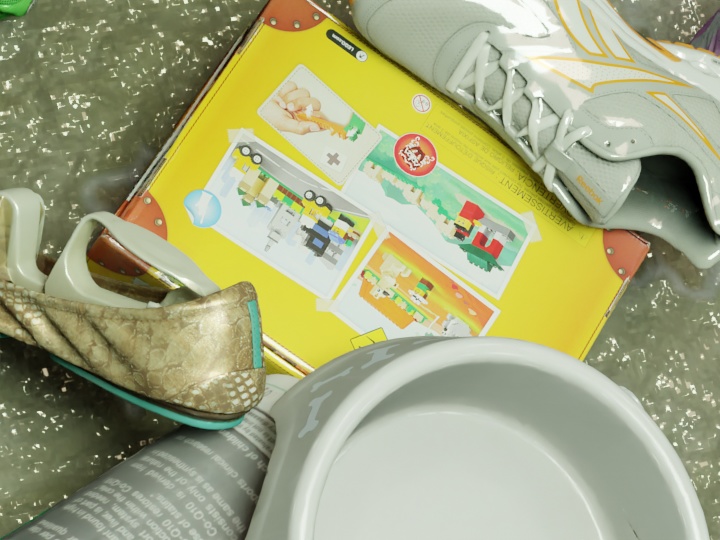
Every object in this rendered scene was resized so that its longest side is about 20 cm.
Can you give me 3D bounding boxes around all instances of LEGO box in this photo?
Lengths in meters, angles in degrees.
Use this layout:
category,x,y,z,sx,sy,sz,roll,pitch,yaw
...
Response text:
category,x,y,z,sx,sy,sz,roll,pitch,yaw
LEGO box,0.000,0.000,1.175,0.200,0.077,0.149,36,63,-5

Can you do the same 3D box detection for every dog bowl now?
category,x,y,z,sx,sy,sz,roll,pitch,yaw
dog bowl,0.045,0.116,1.041,0.200,0.059,0.201,6,73,-21

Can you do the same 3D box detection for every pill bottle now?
category,x,y,z,sx,sy,sz,roll,pitch,yaw
pill bottle,-0.083,0.135,1.076,0.200,0.113,0.113,-31,83,-27

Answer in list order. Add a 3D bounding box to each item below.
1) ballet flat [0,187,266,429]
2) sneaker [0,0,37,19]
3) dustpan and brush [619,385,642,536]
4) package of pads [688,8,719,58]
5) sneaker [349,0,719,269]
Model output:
category,x,y,z,sx,sy,sz,roll,pitch,yaw
ballet flat,-0.122,0.003,1.094,0.200,0.070,0.065,17,104,19
sneaker,-0.144,-0.153,1.190,0.200,0.078,0.085,-25,87,-16
dustpan and brush,0.126,0.145,1.161,0.139,0.057,0.200,21,41,-49
package of pads,0.228,-0.050,1.251,0.200,0.121,0.076,32,58,-6
sneaker,0.086,-0.069,1.153,0.200,0.076,0.092,23,46,-13
